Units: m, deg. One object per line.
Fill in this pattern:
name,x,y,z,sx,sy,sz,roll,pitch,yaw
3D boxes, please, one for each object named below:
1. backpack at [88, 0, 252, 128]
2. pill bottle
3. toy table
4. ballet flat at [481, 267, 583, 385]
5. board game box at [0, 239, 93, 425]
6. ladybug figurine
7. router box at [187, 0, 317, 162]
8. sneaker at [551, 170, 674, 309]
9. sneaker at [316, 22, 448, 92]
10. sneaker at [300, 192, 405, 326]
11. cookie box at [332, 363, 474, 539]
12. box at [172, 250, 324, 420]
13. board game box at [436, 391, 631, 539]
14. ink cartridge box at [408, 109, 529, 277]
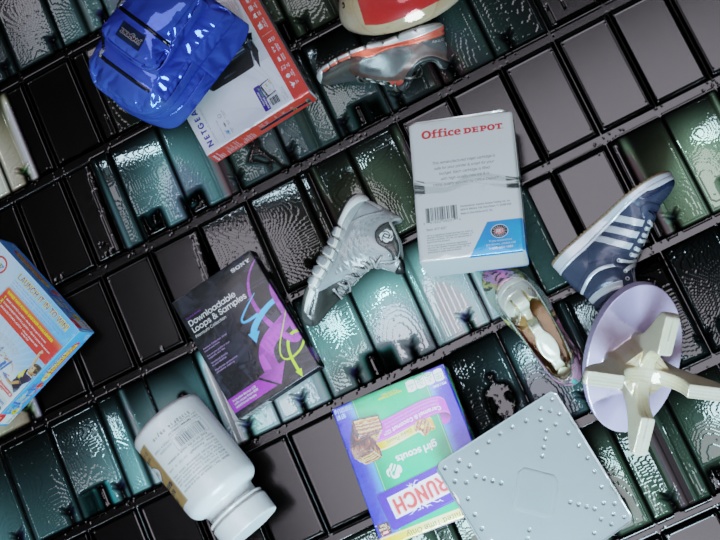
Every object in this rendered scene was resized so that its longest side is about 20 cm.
backpack,-0.287,-0.314,1.739,0.162,0.168,0.201,37,96,20
pill bottle,-0.213,0.281,1.728,0.114,0.114,0.200,-42,77,5
toy table,0.360,0.126,1.590,0.182,0.117,0.201,-3,105,-5
ballet flat,0.234,0.069,1.678,0.069,0.071,0.201,-36,77,7
board game box,-0.534,0.092,1.850,0.196,0.056,0.200,-45,77,4
ladybug figurine,0.057,-0.400,1.746,0.199,0.072,0.136,-16,46,14
router box,-0.188,-0.291,1.822,0.179,0.049,0.201,-31,78,7
sneaker,0.364,-0.034,1.661,0.200,0.070,0.109,-42,72,12
sneaker,0.033,-0.286,1.763,0.199,0.077,0.082,-16,100,20
sneaker,0.000,0.000,1.737,0.115,0.075,0.201,23,88,11
cookie box,0.076,0.252,1.688,0.170,0.075,0.201,-23,80,7
box,-0.163,0.092,1.780,0.143,0.036,0.201,-34,77,7
board game box,0.226,0.292,1.628,0.199,0.026,0.201,-29,83,-19
ink cartridge box,0.149,-0.104,1.698,0.145,0.084,0.201,-6,74,11
